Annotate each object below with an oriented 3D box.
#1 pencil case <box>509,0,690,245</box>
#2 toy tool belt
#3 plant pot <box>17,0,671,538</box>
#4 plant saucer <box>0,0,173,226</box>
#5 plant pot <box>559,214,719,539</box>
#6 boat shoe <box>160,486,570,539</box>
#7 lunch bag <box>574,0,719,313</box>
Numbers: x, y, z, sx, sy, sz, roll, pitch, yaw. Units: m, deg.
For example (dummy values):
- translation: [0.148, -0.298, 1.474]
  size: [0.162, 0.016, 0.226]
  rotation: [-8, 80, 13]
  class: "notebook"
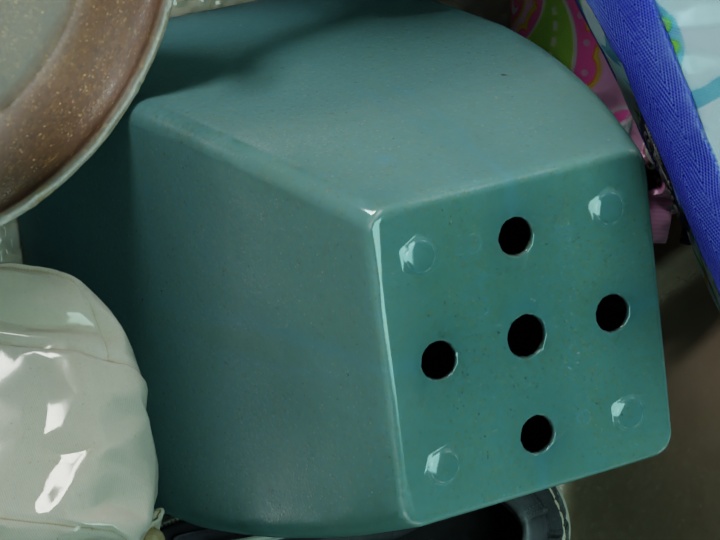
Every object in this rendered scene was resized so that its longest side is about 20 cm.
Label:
- translation: [0.092, -0.112, 0.978]
  size: [0.087, 0.087, 0.202]
  rotation: [7, 95, -29]
  class: "pencil case"
- translation: [-0.152, 0.071, 0.854]
  size: [0.198, 0.123, 0.126]
  rotation: [1, 61, 2]
  class: "toy tool belt"
- translation: [0.000, 0.000, 0.882]
  size: [0.140, 0.200, 0.142]
  rotation: [-14, 105, -26]
  class: "plant pot"
- translation: [-0.151, -0.102, 0.847]
  size: [0.199, 0.037, 0.202]
  rotation: [-1, 95, -7]
  class: "plant saucer"
- translation: [0.163, 0.086, 1.002]
  size: [0.199, 0.174, 0.202]
  rotation: [-6, 103, -26]
  class: "plant pot"
- translation: [-0.030, 0.106, 0.925]
  size: [0.199, 0.063, 0.073]
  rotation: [-21, 87, 5]
  class: "boat shoe"
- translation: [0.140, -0.048, 0.850]
  size: [0.200, 0.127, 0.171]
  rotation: [-11, 75, -54]
  class: "lunch bag"
